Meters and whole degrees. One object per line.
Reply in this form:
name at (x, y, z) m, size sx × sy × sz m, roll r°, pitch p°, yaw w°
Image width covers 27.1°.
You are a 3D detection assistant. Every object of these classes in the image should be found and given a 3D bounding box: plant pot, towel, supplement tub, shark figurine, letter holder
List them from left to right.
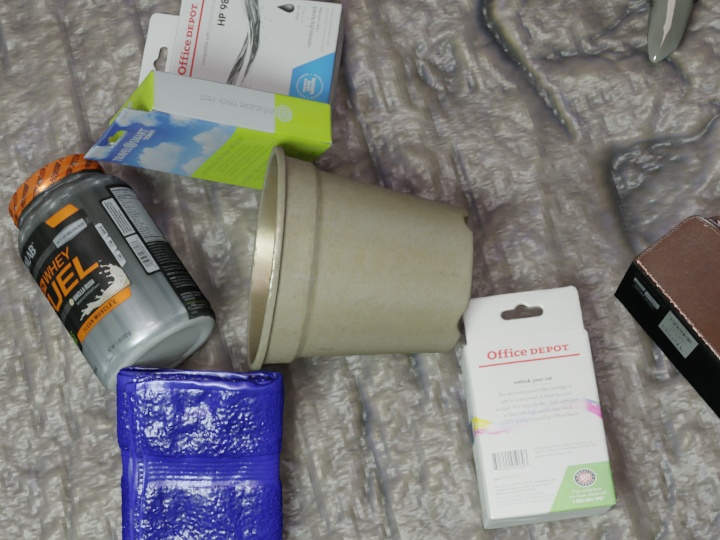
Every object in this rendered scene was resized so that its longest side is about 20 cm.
supplement tub at (-0.232, 0.000, 1.371) m, size 0.122 × 0.123 × 0.201 m, roll -34°, pitch 75°, yaw -9°
towel at (-0.141, 0.185, 1.304) m, size 0.146 × 0.050 × 0.202 m, roll 1°, pitch 102°, yaw 2°
plant pot at (0.000, 0.000, 1.346) m, size 0.182 × 0.201 × 0.202 m, roll 7°, pitch 72°, yaw -9°
shark figurine at (0.286, -0.329, 1.487) m, size 0.128 × 0.090 × 0.215 m, roll -31°, pitch 76°, yaw -10°
letter holder at (0.355, 0.041, 1.362) m, size 0.142 × 0.101 × 0.200 m, roll -35°, pitch 75°, yaw -12°

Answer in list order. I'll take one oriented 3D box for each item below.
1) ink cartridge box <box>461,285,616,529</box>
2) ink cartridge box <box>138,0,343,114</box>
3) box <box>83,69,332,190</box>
ink cartridge box at (0.155, 0.124, 1.354) m, size 0.116 × 0.067 × 0.202 m, roll -6°, pitch 74°, yaw -1°
ink cartridge box at (-0.121, -0.206, 1.462) m, size 0.198 × 0.067 × 0.117 m, roll 6°, pitch 73°, yaw 3°
box at (-0.140, -0.126, 1.370) m, size 0.198 × 0.122 × 0.048 m, roll 9°, pitch 67°, yaw -26°
